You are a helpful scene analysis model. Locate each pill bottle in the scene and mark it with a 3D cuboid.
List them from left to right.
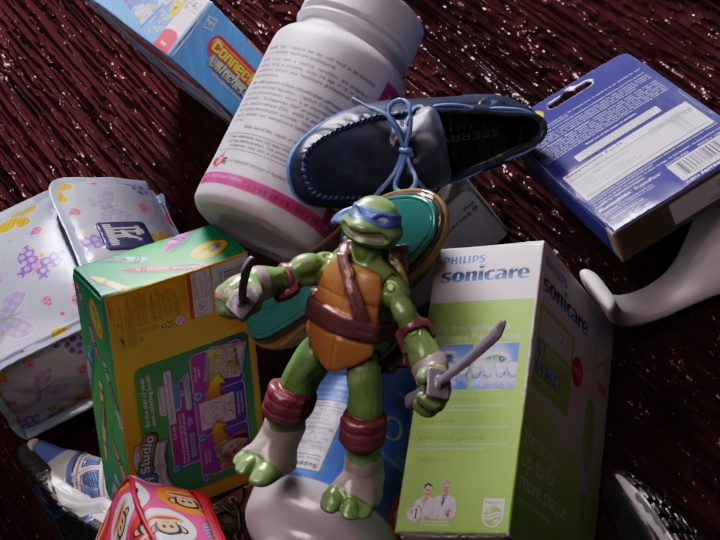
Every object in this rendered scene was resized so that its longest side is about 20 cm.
[{"bbox_3d":[-0.034,-0.113,1.146,0.112,0.113,0.202,15,73,36],"label":"pill bottle"},{"bbox_3d":[-0.015,0.152,1.073,0.111,0.113,0.201,0,50,32],"label":"pill bottle"}]

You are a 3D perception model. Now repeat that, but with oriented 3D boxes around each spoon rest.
[{"bbox_3d":[0.249,-0.020,1.068,0.199,0.061,0.100,-29,53,-4],"label":"spoon rest"}]

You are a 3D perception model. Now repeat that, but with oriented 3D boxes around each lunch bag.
[{"bbox_3d":[-0.242,0.015,1.308,0.198,0.128,0.170,-24,53,-6],"label":"lunch bag"},{"bbox_3d":[-0.160,0.250,1.056,0.202,0.081,0.176,-67,26,13],"label":"lunch bag"}]

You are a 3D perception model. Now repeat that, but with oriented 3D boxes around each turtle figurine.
[{"bbox_3d":[-0.022,0.061,0.935,0.200,0.142,0.196,-116,35,-61],"label":"turtle figurine"}]

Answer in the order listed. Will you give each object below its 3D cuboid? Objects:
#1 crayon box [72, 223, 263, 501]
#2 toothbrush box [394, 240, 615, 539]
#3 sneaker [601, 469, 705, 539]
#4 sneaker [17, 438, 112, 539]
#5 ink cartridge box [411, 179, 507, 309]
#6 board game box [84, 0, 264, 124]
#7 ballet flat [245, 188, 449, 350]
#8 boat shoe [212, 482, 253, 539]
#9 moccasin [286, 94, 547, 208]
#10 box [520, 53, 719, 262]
[{"bbox_3d":[-0.139,0.080,1.141,0.118,0.202,0.058,-18,31,-27],"label":"crayon box"},{"bbox_3d":[0.103,0.103,1.032,0.085,0.146,0.202,-5,62,29],"label":"toothbrush box"},{"bbox_3d":[0.194,0.219,0.962,0.087,0.076,0.201,-43,50,13],"label":"sneaker"},{"bbox_3d":[-0.210,0.186,1.245,0.077,0.076,0.199,-37,42,-27],"label":"sneaker"},{"bbox_3d":[0.002,-0.062,1.224,0.146,0.084,0.201,-40,51,6],"label":"ink cartridge box"},{"bbox_3d":[-0.144,-0.191,1.313,0.056,0.196,0.200,-50,51,-2],"label":"board game box"},{"bbox_3d":[0.000,0.000,1.074,0.199,0.063,0.069,-28,62,36],"label":"ballet flat"},{"bbox_3d":[-0.088,0.204,1.147,0.200,0.068,0.072,-49,50,0],"label":"boat shoe"},{"bbox_3d":[0.043,-0.095,1.084,0.198,0.081,0.068,-20,12,-25],"label":"moccasin"},{"bbox_3d":[0.193,-0.089,1.111,0.120,0.033,0.200,-31,33,-2],"label":"box"}]
